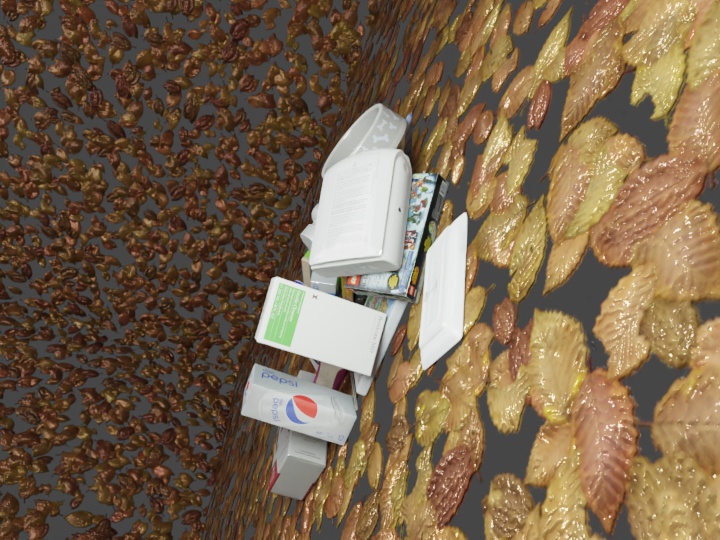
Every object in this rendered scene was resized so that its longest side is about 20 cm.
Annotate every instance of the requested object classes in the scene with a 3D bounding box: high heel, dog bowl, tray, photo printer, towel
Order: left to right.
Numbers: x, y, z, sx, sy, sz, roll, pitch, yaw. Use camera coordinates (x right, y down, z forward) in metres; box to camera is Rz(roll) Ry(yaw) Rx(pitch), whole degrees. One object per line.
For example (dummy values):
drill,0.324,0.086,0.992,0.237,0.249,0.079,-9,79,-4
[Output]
high heel,-0.040,0.168,1.093,0.096,0.066,0.206,-41,-27,-73
dog bowl,0.001,-0.228,1.105,0.200,0.058,0.202,-44,22,23
photo printer,0.002,-0.097,0.940,0.162,0.069,0.207,-8,66,37
towel,0.052,-0.184,1.128,0.204,0.023,0.148,-62,-14,-22
tray,0.110,0.024,0.801,0.108,0.022,0.205,124,160,-52

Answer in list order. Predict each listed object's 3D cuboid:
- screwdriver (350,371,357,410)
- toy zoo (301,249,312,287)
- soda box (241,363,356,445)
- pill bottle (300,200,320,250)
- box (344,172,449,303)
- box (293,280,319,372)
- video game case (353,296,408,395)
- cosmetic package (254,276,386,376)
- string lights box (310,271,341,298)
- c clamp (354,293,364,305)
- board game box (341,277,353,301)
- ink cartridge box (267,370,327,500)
screwdriver,-0.017,0.197,1.105,0.203,0.027,0.030,-102,4,-54
toy zoo,-0.077,-0.044,1.348,0.134,0.020,0.202,90,-155,-48
soda box,-0.107,0.236,1.019,0.069,0.194,0.065,-106,40,-68
pill bottle,-0.034,-0.120,1.219,0.201,0.112,0.112,-48,9,-13
box,0.058,-0.057,0.949,0.134,0.039,0.207,5,74,43
box,-0.104,0.123,1.229,0.041,0.203,0.119,-29,-6,-26
video game case,0.029,0.089,1.047,0.183,0.021,0.205,-105,36,-68
cosmetic package,-0.066,0.092,0.959,0.085,0.194,0.111,169,117,-76
string lights box,-0.074,0.064,1.289,0.105,0.057,0.204,-81,-4,-47
c clamp,0.000,0.000,1.149,0.203,0.026,0.175,89,-179,-52
board game box,-0.026,-0.019,1.136,0.203,0.029,0.098,84,-175,-54
ink cartridge box,-0.121,0.336,1.198,0.204,0.080,0.149,-87,20,-49
